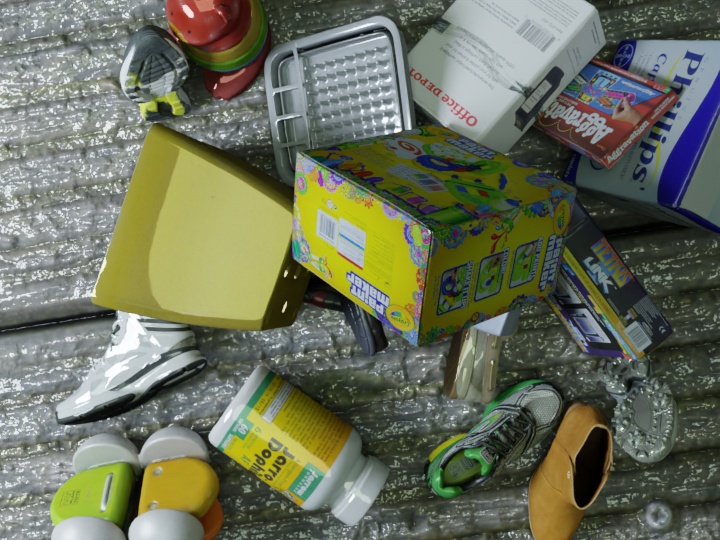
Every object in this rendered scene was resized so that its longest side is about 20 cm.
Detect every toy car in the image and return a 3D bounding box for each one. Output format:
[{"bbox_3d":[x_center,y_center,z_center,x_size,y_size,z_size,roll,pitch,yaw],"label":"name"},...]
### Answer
[{"bbox_3d":[-0.260,0.291,1.097,0.200,0.175,0.150,-6,129,1],"label":"toy car"}]

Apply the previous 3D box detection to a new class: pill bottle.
[{"bbox_3d":[-0.070,0.212,1.095,0.200,0.113,0.113,35,93,-1],"label":"pill bottle"}]

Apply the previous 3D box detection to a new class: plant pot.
[{"bbox_3d":[-0.148,-0.027,1.026,0.176,0.200,0.200,21,93,11],"label":"plant pot"}]

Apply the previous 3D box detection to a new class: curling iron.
[{"bbox_3d":[-0.046,0.044,1.132,0.200,0.026,0.050,4,114,-4],"label":"curling iron"}]

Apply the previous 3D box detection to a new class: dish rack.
[{"bbox_3d":[-0.019,-0.191,1.071,0.200,0.044,0.172,-6,92,37],"label":"dish rack"}]

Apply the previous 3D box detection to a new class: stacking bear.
[{"bbox_3d":[-0.162,-0.278,1.027,0.114,0.200,0.122,-37,91,1],"label":"stacking bear"}]

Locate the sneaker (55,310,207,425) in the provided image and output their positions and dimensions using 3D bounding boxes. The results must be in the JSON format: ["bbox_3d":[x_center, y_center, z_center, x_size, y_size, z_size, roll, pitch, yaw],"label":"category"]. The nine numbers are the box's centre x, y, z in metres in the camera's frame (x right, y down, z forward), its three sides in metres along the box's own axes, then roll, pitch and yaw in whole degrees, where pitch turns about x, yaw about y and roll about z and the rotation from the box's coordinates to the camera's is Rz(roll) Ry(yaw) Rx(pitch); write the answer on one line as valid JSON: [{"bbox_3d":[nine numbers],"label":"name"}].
[{"bbox_3d":[-0.293,0.107,1.127,0.200,0.076,0.116,-26,76,7],"label":"sneaker"}]

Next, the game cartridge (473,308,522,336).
[{"bbox_3d":[0.115,-0.019,1.049,0.200,0.040,0.134,41,122,39],"label":"game cartridge"}]

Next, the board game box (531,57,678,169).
[{"bbox_3d":[0.254,-0.186,1.033,0.103,0.200,0.019,-47,122,4],"label":"board game box"}]

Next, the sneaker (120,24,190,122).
[{"bbox_3d":[-0.240,-0.233,1.039,0.074,0.200,0.085,-19,82,-12],"label":"sneaker"}]

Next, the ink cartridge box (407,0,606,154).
[{"bbox_3d":[0.156,-0.241,1.057,0.200,0.084,0.145,-48,63,3],"label":"ink cartridge box"}]

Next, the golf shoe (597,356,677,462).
[{"bbox_3d":[0.333,0.168,1.045,0.078,0.200,0.097,-35,103,20],"label":"golf shoe"}]

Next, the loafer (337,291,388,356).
[{"bbox_3d":[0.000,0.000,1.096,0.063,0.072,0.200,-18,78,-16],"label":"loafer"}]

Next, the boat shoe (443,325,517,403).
[{"bbox_3d":[0.153,0.062,1.107,0.065,0.072,0.200,12,96,-8],"label":"boat shoe"}]

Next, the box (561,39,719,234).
[{"bbox_3d":[0.348,-0.151,1.014,0.105,0.200,0.184,21,93,-27],"label":"box"}]

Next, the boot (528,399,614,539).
[{"bbox_3d":[0.242,0.254,1.070,0.071,0.144,0.202,11,99,4],"label":"boot"}]

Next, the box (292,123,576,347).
[{"bbox_3d":[0.068,-0.046,0.914,0.192,0.200,0.122,-17,126,-35],"label":"box"}]

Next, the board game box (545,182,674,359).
[{"bbox_3d":[0.246,0.005,1.049,0.057,0.165,0.200,-37,92,-5],"label":"board game box"}]

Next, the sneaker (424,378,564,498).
[{"bbox_3d":[0.166,0.209,1.104,0.200,0.085,0.078,-41,91,2],"label":"sneaker"}]
